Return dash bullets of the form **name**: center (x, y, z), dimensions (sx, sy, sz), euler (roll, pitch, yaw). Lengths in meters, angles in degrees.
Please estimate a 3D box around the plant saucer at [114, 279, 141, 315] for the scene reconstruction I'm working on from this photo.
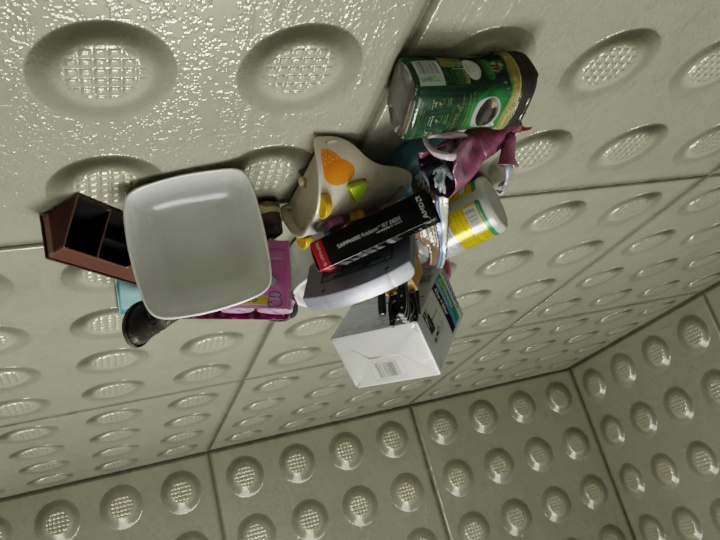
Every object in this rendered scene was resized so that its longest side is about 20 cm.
- **plant saucer**: center (-0.421, 0.034, 1.289), dimensions (0.069, 0.019, 0.201), euler (-9, 157, -20)

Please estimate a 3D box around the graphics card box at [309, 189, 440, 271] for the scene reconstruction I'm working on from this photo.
- **graphics card box**: center (0.027, -0.060, 1.081), dimensions (0.197, 0.052, 0.125), euler (-23, 177, 11)

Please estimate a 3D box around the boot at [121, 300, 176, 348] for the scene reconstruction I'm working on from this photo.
- **boot**: center (-0.321, 0.059, 1.252), dimensions (0.171, 0.070, 0.200), euler (-15, -159, 29)

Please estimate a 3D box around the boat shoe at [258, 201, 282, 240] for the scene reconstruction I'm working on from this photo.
- **boat shoe**: center (-0.208, -0.048, 1.182), dimensions (0.199, 0.066, 0.072), euler (-32, 156, 36)

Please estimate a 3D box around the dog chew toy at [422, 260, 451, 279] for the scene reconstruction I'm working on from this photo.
- **dog chew toy**: center (0.095, 0.011, 1.499), dimensions (0.197, 0.127, 0.124), euler (-18, 161, 25)

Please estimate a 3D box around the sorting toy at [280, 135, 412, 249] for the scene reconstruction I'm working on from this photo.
- **sorting toy**: center (-0.013, -0.117, 1.110), dimensions (0.177, 0.109, 0.200), euler (-8, 158, -27)

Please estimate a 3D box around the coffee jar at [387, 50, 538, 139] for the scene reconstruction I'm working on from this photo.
- **coffee jar**: center (0.141, -0.242, 0.943), dimensions (0.196, 0.086, 0.105), euler (-9, 147, -19)

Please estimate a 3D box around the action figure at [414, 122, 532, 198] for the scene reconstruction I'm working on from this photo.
- **action figure**: center (0.171, -0.195, 1.035), dimensions (0.198, 0.134, 0.150), euler (-33, 143, -10)

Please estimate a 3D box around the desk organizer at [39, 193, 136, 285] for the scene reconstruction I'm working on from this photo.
- **desk organizer**: center (-0.381, -0.042, 1.057), dimensions (0.076, 0.073, 0.199), euler (-26, 157, 18)

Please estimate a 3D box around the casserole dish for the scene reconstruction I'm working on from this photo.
- **casserole dish**: center (0.092, -0.165, 1.167), dimensions (0.120, 0.039, 0.199), euler (1, 151, -41)

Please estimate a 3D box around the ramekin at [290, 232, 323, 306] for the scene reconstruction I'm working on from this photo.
- **ramekin**: center (-0.049, -0.013, 1.348), dimensions (0.196, 0.099, 0.201), euler (-15, 158, -6)

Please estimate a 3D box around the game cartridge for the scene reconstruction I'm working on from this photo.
- **game cartridge**: center (0.000, 0.000, 1.155), dimensions (0.197, 0.134, 0.042), euler (-19, 126, 18)

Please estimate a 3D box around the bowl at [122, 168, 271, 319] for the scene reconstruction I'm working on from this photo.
- **bowl**: center (-0.240, -0.038, 1.028), dimensions (0.196, 0.204, 0.075), euler (-13, 179, -10)

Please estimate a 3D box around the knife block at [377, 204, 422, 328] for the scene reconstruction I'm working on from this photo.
- **knife block**: center (0.060, -0.008, 1.225), dimensions (0.063, 0.204, 0.176), euler (-11, -165, 16)

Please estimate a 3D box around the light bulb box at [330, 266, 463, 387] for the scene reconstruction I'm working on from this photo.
- **light bulb box**: center (0.078, 0.110, 1.370), dimensions (0.195, 0.126, 0.201), euler (-14, -156, 31)

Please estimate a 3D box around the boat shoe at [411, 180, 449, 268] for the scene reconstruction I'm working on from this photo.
- **boat shoe**: center (0.118, -0.086, 1.205), dimensions (0.071, 0.073, 0.202), euler (1, 134, 7)

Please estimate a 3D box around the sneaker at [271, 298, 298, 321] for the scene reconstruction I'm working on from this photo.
- **sneaker**: center (-0.197, 0.049, 1.350), dimensions (0.197, 0.076, 0.088), euler (18, 180, 22)

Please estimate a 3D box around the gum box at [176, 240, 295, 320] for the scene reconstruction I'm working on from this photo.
- **gum box**: center (-0.202, 0.015, 1.108), dimensions (0.195, 0.116, 0.066), euler (1, 160, -4)

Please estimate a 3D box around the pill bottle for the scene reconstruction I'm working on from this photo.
- **pill bottle**: center (0.171, -0.086, 1.316), dimensions (0.198, 0.115, 0.112), euler (-27, 157, 23)
